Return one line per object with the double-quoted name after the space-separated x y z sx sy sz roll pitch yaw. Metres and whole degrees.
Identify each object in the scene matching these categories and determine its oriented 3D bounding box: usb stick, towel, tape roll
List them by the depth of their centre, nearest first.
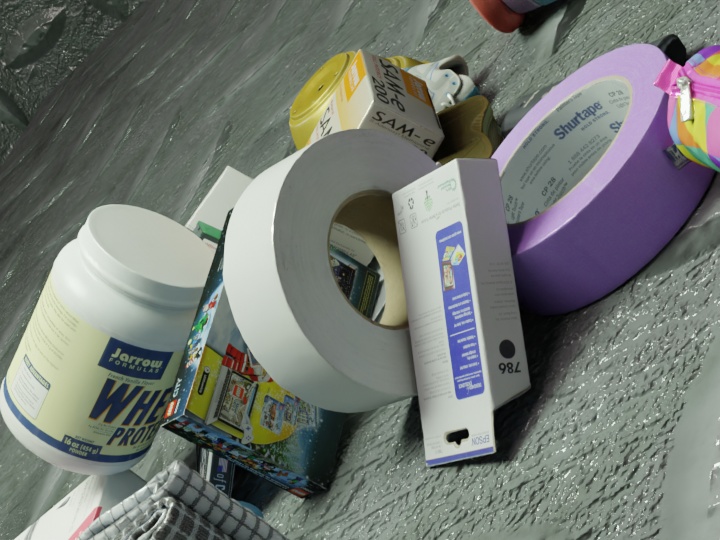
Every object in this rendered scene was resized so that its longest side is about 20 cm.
-0.131 0.242 1.048 0.200 0.165 0.086 -41 27 23 "towel"
0.164 -0.066 1.114 0.200 0.066 0.201 -43 21 21 "tape roll"
0.000 0.000 1.146 0.071 0.202 0.203 -25 31 50 "tape roll"
0.185 -0.143 1.251 0.200 0.033 0.056 -17 37 57 "usb stick"

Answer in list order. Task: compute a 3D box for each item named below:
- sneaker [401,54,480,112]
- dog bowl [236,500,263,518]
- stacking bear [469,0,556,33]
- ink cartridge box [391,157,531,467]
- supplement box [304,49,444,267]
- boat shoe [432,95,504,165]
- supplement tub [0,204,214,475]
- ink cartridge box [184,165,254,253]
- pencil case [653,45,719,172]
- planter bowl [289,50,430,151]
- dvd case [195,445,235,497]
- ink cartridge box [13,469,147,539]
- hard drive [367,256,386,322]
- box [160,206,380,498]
0.070 -0.145 1.454 0.086 0.075 0.201 -23 35 21 "sneaker"
-0.146 0.249 1.156 0.200 0.111 0.050 -41 55 22 "dog bowl"
0.191 -0.323 1.463 0.199 0.122 0.114 -32 23 24 "stacking bear"
0.070 0.031 1.073 0.099 0.039 0.202 -23 71 61 "ink cartridge box"
-0.013 -0.074 1.340 0.201 0.073 0.126 -59 19 21 "supplement box"
0.094 -0.094 1.330 0.073 0.063 0.201 -25 21 6 "boat shoe"
-0.216 0.060 1.343 0.145 0.144 0.201 -94 29 -63 "supplement tub"
-0.146 0.018 1.517 0.201 0.084 0.146 -57 -10 -19 "ink cartridge box"
0.253 -0.087 0.932 0.089 0.088 0.200 -50 21 -1 "pencil case"
-0.017 -0.174 1.666 0.200 0.083 0.201 -42 22 21 "planter bowl"
-0.123 0.122 1.332 0.200 0.025 0.151 -106 23 -67 "dvd case"
-0.266 0.285 1.375 0.200 0.083 0.147 -40 22 26 "ink cartridge box"
0.016 -0.009 1.362 0.132 0.027 0.200 -58 20 1 "hard drive"
-0.067 0.060 1.225 0.038 0.136 0.201 -27 39 48 "box"
